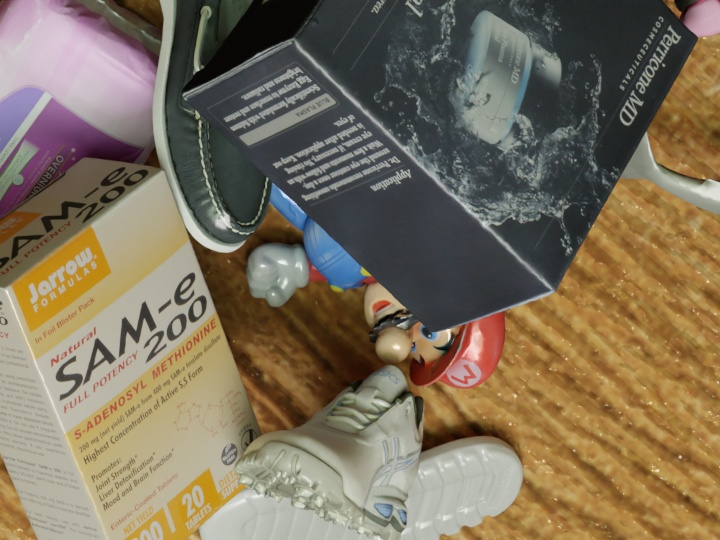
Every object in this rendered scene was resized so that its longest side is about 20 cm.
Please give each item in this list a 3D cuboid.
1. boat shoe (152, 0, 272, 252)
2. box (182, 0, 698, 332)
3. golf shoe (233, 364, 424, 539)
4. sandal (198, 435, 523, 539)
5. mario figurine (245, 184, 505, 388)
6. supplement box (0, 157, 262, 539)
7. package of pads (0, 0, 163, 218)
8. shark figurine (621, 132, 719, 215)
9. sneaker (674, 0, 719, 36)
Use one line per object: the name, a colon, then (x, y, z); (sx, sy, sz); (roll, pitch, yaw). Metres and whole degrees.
boat shoe: (-0.072, -0.112, 1.489); (0.060, 0.075, 0.201); (-17, 74, 38)
box: (0.047, -0.110, 1.461); (0.200, 0.197, 0.117); (43, 148, -18)
golf shoe: (-0.011, 0.093, 1.518); (0.078, 0.200, 0.098); (22, 87, 14)
sandal: (-0.002, 0.139, 1.655); (0.202, 0.050, 0.083); (-8, 127, -11)
mario figurine: (0.000, 0.000, 1.561); (0.200, 0.123, 0.106); (43, 88, -11)
supplement box: (-0.139, 0.056, 1.480); (0.073, 0.126, 0.201); (10, 129, 43)
package of pads: (-0.190, -0.073, 1.551); (0.120, 0.076, 0.200); (34, 107, -13)
shark figurine: (0.244, -0.056, 1.567); (0.214, 0.090, 0.129); (-15, 77, -3)
sneaker: (0.233, -0.224, 1.506); (0.200, 0.079, 0.095); (-42, 95, 13)
